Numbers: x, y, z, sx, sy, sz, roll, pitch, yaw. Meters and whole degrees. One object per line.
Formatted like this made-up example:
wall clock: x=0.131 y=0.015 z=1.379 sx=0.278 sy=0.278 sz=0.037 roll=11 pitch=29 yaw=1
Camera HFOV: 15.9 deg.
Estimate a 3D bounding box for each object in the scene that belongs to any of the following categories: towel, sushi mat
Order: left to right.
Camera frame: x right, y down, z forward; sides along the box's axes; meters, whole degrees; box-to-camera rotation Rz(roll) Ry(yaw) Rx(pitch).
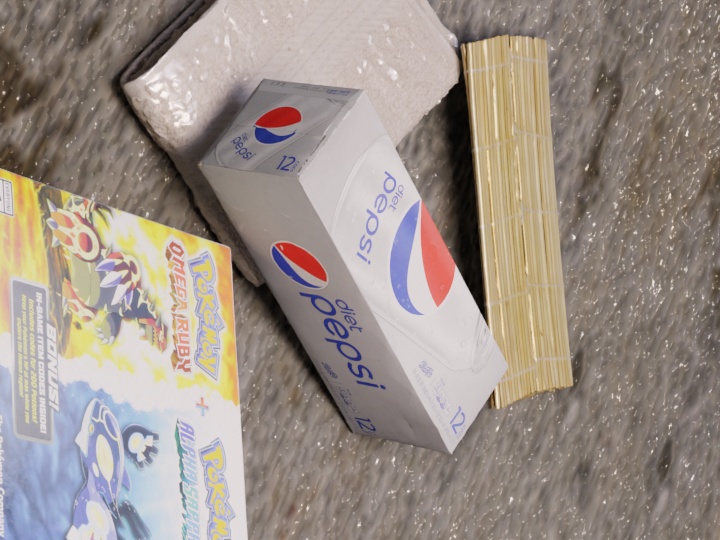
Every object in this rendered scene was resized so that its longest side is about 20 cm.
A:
towel: x=-0.029 y=-0.101 z=1.313 sx=0.200 sy=0.034 sz=0.133 roll=-50 pitch=118 yaw=-35
sushi mat: x=0.086 y=-0.029 z=1.411 sx=0.096 sy=0.012 sz=0.201 roll=-7 pitch=93 yaw=-58

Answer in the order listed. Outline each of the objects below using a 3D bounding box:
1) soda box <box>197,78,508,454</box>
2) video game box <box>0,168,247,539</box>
soda box: x=0.000 y=0.000 z=1.271 sx=0.064 sy=0.068 sz=0.200 roll=-54 pitch=134 yaw=-29
video game box: x=-0.125 y=0.067 z=1.152 sx=0.182 sy=0.047 sz=0.201 roll=21 pitch=59 yaw=-51
